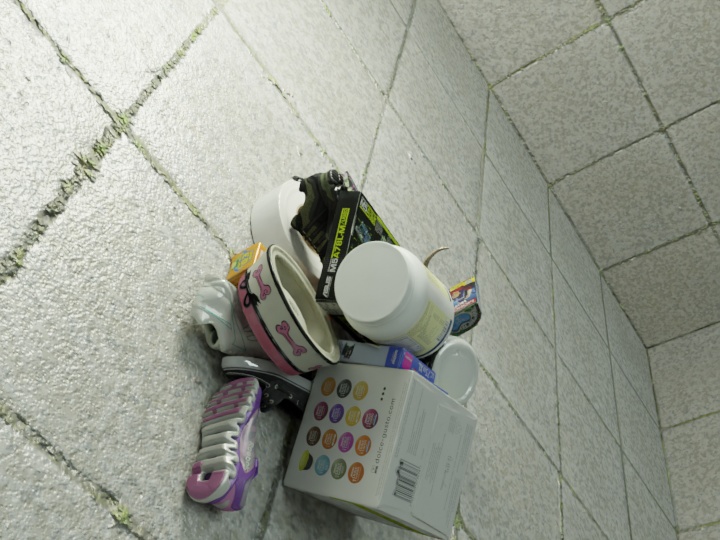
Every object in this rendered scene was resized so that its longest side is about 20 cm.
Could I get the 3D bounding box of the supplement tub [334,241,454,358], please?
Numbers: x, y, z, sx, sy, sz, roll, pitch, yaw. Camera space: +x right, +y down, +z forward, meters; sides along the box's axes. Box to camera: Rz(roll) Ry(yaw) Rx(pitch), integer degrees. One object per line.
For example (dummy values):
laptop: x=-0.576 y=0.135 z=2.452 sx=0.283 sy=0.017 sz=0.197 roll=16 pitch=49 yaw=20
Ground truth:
supplement tub: x=0.054 y=0.047 z=1.301 sx=0.200 sy=0.143 sz=0.148 roll=39 pitch=35 yaw=-59

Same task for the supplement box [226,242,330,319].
supplement box: x=-0.133 y=0.050 z=1.384 sx=0.200 sy=0.068 sz=0.067 roll=47 pitch=29 yaw=-28

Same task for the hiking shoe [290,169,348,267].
hiking shoe: x=-0.067 y=-0.067 z=1.427 sx=0.075 sy=0.099 sz=0.205 roll=-9 pitch=95 yaw=-65

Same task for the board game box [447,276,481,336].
board game box: x=0.159 y=0.115 z=1.676 sx=0.062 sy=0.198 sz=0.200 roll=57 pitch=15 yaw=-15

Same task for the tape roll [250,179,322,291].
tape roll: x=-0.109 y=-0.059 z=1.514 sx=0.202 sy=0.070 sz=0.205 roll=42 pitch=35 yaw=-38

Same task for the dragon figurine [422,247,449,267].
dragon figurine: x=0.110 y=0.041 z=1.577 sx=0.058 sy=0.203 sz=0.099 roll=25 pitch=5 yaw=18

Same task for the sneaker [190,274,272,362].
sneaker: x=-0.189 y=0.098 z=1.257 sx=0.201 sy=0.069 sz=0.081 roll=53 pitch=54 yaw=-35

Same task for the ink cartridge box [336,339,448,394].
ink cartridge box: x=0.035 y=0.152 z=1.323 sx=0.119 sy=0.197 sz=0.043 roll=40 pitch=64 yaw=-49

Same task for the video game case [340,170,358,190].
video game case: x=-0.015 y=-0.092 z=1.630 sx=0.184 sy=0.035 sz=0.200 roll=64 pitch=-11 yaw=-3

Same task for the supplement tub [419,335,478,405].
supplement tub: x=0.099 y=0.166 z=1.456 sx=0.121 sy=0.198 sz=0.126 roll=-3 pitch=95 yaw=-36

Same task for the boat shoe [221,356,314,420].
boat shoe: x=-0.139 y=0.184 z=1.272 sx=0.199 sy=0.069 sz=0.068 roll=36 pitch=53 yaw=-51

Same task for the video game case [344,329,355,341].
video game case: x=-0.012 y=0.045 z=1.538 sx=0.184 sy=0.022 sz=0.203 roll=74 pitch=14 yaw=-46

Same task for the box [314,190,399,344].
box: x=0.000 y=0.000 z=1.401 sx=0.200 sy=0.047 sz=0.197 roll=48 pitch=48 yaw=-57

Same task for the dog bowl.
dog bowl: x=-0.110 y=0.067 z=1.250 sx=0.202 sy=0.073 sz=0.201 roll=59 pitch=9 yaw=-15

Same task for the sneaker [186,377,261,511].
sneaker: x=-0.173 y=0.243 z=1.150 sx=0.089 sy=0.079 sz=0.203 roll=53 pitch=33 yaw=-36

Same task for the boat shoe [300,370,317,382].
boat shoe: x=-0.071 y=0.172 z=1.390 sx=0.199 sy=0.071 sz=0.074 roll=39 pitch=38 yaw=-42

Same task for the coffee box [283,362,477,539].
coffee box: x=0.034 y=0.277 z=1.296 sx=0.199 sy=0.195 sz=0.203 roll=36 pitch=64 yaw=-43
